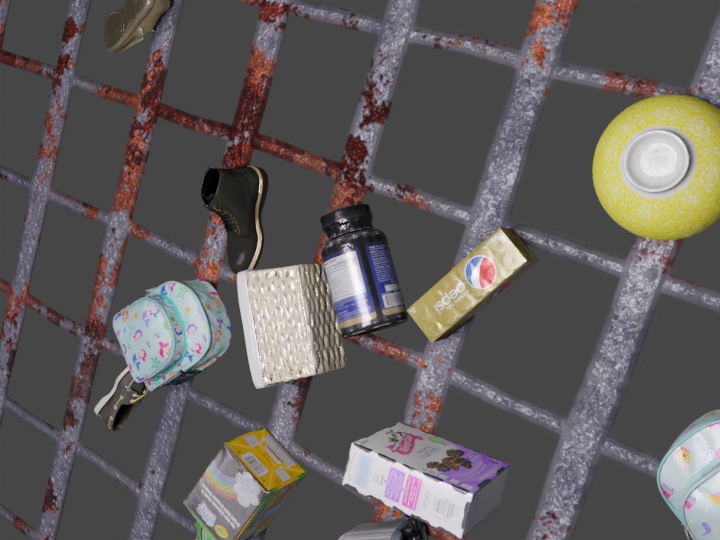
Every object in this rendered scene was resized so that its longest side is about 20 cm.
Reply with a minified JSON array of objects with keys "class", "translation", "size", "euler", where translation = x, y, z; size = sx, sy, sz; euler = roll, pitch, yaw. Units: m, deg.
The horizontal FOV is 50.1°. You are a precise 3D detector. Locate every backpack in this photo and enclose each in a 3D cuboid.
[{"class":"backpack","translation":[-0.345,0.111,1.428],"size":[0.200,0.151,0.178],"euler":[-30,77,22]},{"class":"backpack","translation":[0.481,0.281,0.972],"size":[0.200,0.153,0.176],"euler":[51,119,25]}]

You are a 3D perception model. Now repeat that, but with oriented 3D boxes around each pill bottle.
[{"class":"pill bottle","translation":[0.000,0.000,1.246],"size":[0.112,0.112,0.200],"euler":[-18,83,28]}]

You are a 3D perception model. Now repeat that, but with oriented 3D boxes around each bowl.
[{"class":"bowl","translation":[0.400,-0.140,1.022],"size":[0.200,0.108,0.200],"euler":[1,93,28]}]

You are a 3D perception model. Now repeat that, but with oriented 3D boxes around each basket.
[{"class":"basket","translation":[-0.112,0.088,1.301],"size":[0.123,0.136,0.200],"euler":[-10,87,25]}]

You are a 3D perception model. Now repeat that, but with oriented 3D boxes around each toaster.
[{"class":"toaster","translation":[0.041,0.484,1.242],"size":[0.129,0.114,0.200],"euler":[-14,87,31]}]

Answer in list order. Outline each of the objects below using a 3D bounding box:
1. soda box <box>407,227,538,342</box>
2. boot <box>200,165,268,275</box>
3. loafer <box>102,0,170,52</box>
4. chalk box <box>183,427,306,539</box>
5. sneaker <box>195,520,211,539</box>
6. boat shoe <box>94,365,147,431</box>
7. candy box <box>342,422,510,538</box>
[{"class":"soda box","translation":[0.170,0.024,1.180],"size":[0.200,0.064,0.068],"euler":[-44,72,23]},{"class":"boot","translation":[-0.237,-0.087,1.358],"size":[0.077,0.138,0.200],"euler":[7,96,28]},{"class":"loafer","translation":[-0.435,-0.481,1.496],"size":[0.200,0.067,0.076],"euler":[-20,79,44]},{"class":"chalk box","translation":[-0.216,0.403,1.376],"size":[0.124,0.124,0.200],"euler":[43,112,20]},{"class":"sneaker","translation":[-0.287,0.561,1.457],"size":[0.085,0.078,0.200],"euler":[10,88,35]},{"class":"boat shoe","translation":[-0.457,0.244,1.535],"size":[0.061,0.072,0.201],"euler":[50,120,14]},{"class":"candy box","translation":[0.102,0.310,1.169],"size":[0.200,0.168,0.072],"euler":[16,99,27]}]
